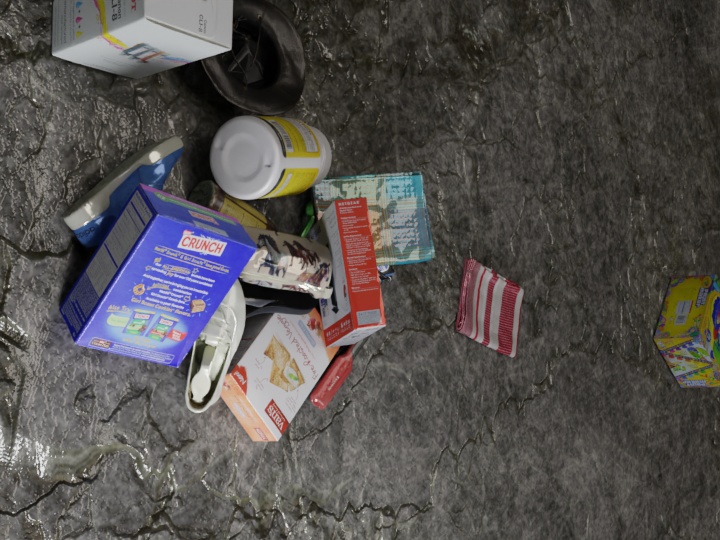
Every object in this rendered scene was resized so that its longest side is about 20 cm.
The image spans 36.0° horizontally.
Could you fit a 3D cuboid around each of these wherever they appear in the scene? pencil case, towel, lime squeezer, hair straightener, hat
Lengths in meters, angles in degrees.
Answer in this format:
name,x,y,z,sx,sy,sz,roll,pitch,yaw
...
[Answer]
name,x,y,z,sx,sy,sz,roll,pitch,yaw
pencil case,-0.131,-0.012,1.544,0.197,0.078,0.091,12,54,-27
towel,0.252,0.074,2.118,0.199,0.023,0.146,27,66,-46
towel,0.021,-0.080,1.745,0.197,0.022,0.149,-5,84,-24
lime squeezer,-0.080,-0.116,1.731,0.070,0.037,0.203,13,76,-48
hair straightener,-0.032,0.121,1.729,0.041,0.077,0.201,39,75,-28
hat,-0.175,-0.305,1.611,0.199,0.080,0.204,15,67,-40

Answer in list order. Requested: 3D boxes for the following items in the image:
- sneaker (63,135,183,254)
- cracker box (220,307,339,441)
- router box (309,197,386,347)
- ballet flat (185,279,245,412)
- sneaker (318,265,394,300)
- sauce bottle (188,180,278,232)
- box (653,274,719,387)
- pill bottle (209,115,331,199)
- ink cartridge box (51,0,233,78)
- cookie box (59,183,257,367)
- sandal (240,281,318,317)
name,x,y,z,sx,sy,sz,roll,pitch,yaw
sneaker,-0.285,-0.084,1.446,0.200,0.076,0.112,-48,115,-37
cracker box,-0.124,0.132,1.629,0.135,0.057,0.201,58,47,-27
router box,-0.022,0.007,1.594,0.048,0.200,0.182,-7,80,-14
ballet flat,-0.197,0.102,1.478,0.069,0.069,0.203,-11,123,-50
sneaker,0.000,0.000,1.772,0.079,0.088,0.201,55,48,-28
sauce bottle,-0.163,-0.057,1.601,0.199,0.064,0.066,36,59,-41
box,0.833,0.150,2.732,0.193,0.121,0.201,52,49,-33
pill bottle,-0.123,-0.164,1.600,0.200,0.113,0.116,-13,96,-67
ink cartridge box,-0.274,-0.345,1.400,0.144,0.198,0.148,9,78,-49
cookie box,-0.253,0.010,1.392,0.170,0.075,0.201,20,112,-47
sandal,-0.150,0.029,1.577,0.198,0.043,0.077,-6,65,-31
